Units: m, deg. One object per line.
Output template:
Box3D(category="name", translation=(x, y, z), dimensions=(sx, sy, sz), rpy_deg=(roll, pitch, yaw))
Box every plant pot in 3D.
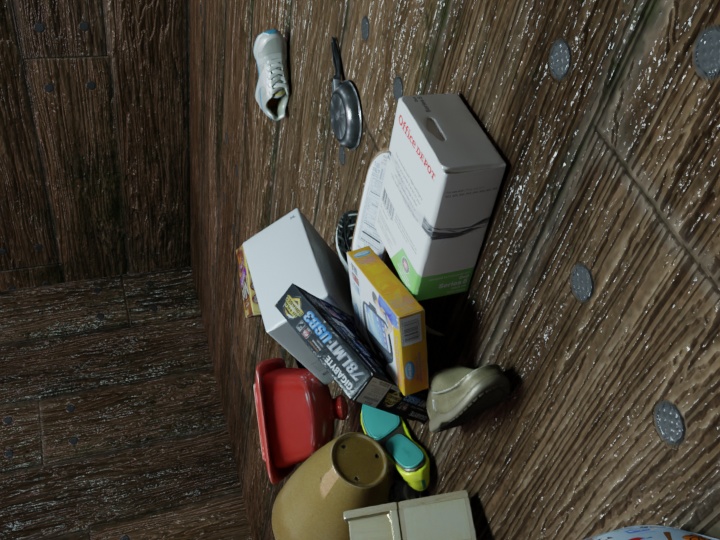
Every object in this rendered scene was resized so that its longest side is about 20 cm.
Box3D(category="plant pot", translation=(-0.028, 0.348, 1.186), dimensions=(0.202, 0.183, 0.188), rpy_deg=(114, 144, -42))

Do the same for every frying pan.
Box3D(category="frying pan", translation=(-0.030, -0.299, 1.282), dimensions=(0.115, 0.030, 0.194), rpy_deg=(-159, 60, -67))

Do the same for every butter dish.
Box3D(category="butter dish", translation=(-0.093, 0.247, 1.321), dimensions=(0.199, 0.144, 0.205), rpy_deg=(29, -127, -82))

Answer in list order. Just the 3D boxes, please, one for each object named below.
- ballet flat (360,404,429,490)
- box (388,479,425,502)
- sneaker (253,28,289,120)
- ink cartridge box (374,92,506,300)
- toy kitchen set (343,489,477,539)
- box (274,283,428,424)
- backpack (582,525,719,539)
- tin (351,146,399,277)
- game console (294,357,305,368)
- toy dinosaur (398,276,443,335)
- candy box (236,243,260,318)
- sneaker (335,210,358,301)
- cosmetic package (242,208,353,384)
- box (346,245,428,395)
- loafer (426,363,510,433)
Box3D(category="ballet flat", translation=(0.055, 0.277, 1.208), dimensions=(0.200, 0.066, 0.068), rpy_deg=(46, 162, 57))
Box3D(category="box", translation=(0.073, 0.443, 1.232), dimensions=(0.201, 0.048, 0.164), rpy_deg=(115, 147, -57))
Box3D(category="sneaker", translation=(-0.182, -0.417, 1.622), dimensions=(0.081, 0.075, 0.202), rpy_deg=(57, 156, 34))
Box3D(category="ink cartridge box", translation=(0.089, -0.089, 0.923), dimensions=(0.202, 0.082, 0.147), rpy_deg=(101, 153, -44))
Box3D(category="toy kitchen set", translation=(0.083, 0.429, 1.047), dimensions=(0.201, 0.176, 0.166), rpy_deg=(70, -170, -55))
Box3D(category="box", translation=(-0.002, 0.119, 1.066), dimensions=(0.050, 0.198, 0.200), rpy_deg=(-49, 54, 5))
Box3D(category="backpack", translation=(0.209, 0.284, 0.582), dimensions=(0.191, 0.195, 0.157), rpy_deg=(119, 144, -70))
Box3D(category="tin", translation=(0.034, -0.077, 1.092), dimensions=(0.112, 0.041, 0.204), rpy_deg=(-140, 59, -61))
Box3D(category="game console", translation=(-0.115, 0.091, 1.497), dimensions=(0.115, 0.175, 0.204), rpy_deg=(-13, 99, 43))
Box3D(category="toy dinosaur", translation=(0.054, 0.025, 1.113), dimensions=(0.102, 0.057, 0.203), rpy_deg=(117, 141, -57))
Box3D(category="candy box", translation=(-0.307, 0.029, 2.171), dimensions=(0.116, 0.055, 0.205), rpy_deg=(158, 102, -70))
Box3D(category="sneaker", translation=(0.000, 0.000, 1.242), dimensions=(0.079, 0.072, 0.204), rpy_deg=(126, 133, -70))
Box3D(category="cosmetic package", translation=(-0.083, 0.046, 1.276), dimensions=(0.201, 0.121, 0.201), rpy_deg=(52, -168, -48))
Box3D(category="box", translation=(0.029, 0.056, 1.000), dimensions=(0.200, 0.041, 0.121), rpy_deg=(-132, 30, -54))
Box3D(category="loafer", translation=(0.120, 0.150, 0.940), dimensions=(0.200, 0.075, 0.069), rpy_deg=(122, 130, -61))
